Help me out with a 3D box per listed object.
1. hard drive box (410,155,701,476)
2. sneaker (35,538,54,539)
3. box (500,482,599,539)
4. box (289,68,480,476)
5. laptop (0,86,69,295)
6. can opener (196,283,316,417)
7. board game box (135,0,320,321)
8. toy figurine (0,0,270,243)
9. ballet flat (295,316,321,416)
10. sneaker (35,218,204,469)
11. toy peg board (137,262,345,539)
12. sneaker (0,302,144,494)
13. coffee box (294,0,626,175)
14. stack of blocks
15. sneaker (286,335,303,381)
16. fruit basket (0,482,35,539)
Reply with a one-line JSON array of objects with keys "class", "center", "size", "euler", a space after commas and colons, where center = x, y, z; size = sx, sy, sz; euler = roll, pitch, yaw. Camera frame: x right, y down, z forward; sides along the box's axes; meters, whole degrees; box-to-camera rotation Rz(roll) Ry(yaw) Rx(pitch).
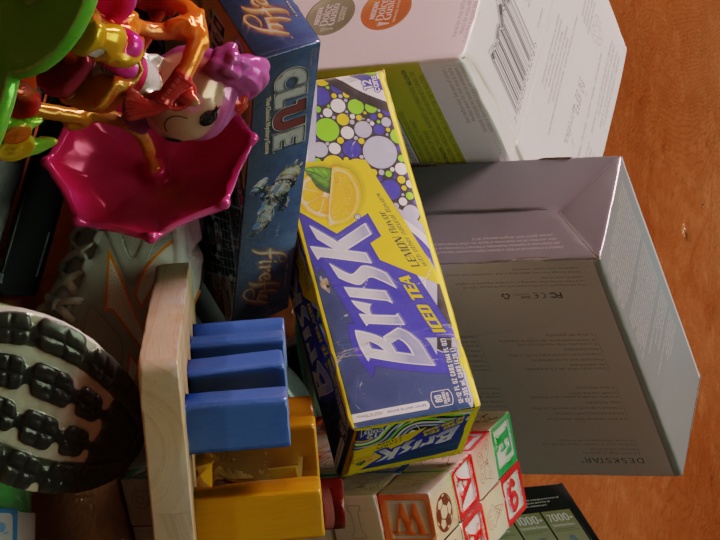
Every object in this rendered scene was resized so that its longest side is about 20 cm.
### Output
[{"class": "hard drive box", "center": [0.092, 0.031, 1.286], "size": [0.200, 0.156, 0.077], "euler": [65, 33, -45]}, {"class": "sneaker", "center": [-0.134, 0.214, 1.109], "size": [0.202, 0.077, 0.146], "euler": [66, 31, -66]}, {"class": "box", "center": [0.054, 0.214, 1.308], "size": [0.200, 0.164, 0.086], "euler": [-4, 128, -25]}, {"class": "box", "center": [0.000, 0.000, 1.166], "size": [0.064, 0.070, 0.200], "euler": [103, -26, -61]}, {"class": "laptop", "center": [-0.195, -0.086, 1.079], "size": [0.200, 0.103, 0.177], "euler": [16, 89, -35]}, {"class": "can opener", "center": [-0.085, 0.028, 1.277], "size": [0.200, 0.066, 0.053], "euler": [55, 42, -38]}, {"class": "board game box", "center": [-0.073, -0.084, 1.130], "size": [0.136, 0.035, 0.200], "euler": [57, -25, 31]}, {"class": "toy figurine", "center": [-0.113, -0.081, 0.981], "size": [0.184, 0.200, 0.150], "euler": [12, 56, -47]}, {"class": "ballet flat", "center": [0.001, 0.100, 1.357], "size": [0.067, 0.064, 0.200], "euler": [-51, 143, -50]}, {"class": "sneaker", "center": [-0.131, 0.013, 1.159], "size": [0.092, 0.076, 0.200], "euler": [-12, 103, -27]}, {"class": "toy peg board", "center": [-0.043, 0.110, 1.062], "size": [0.200, 0.098, 0.199], "euler": [-104, -170, -77]}, {"class": "sneaker", "center": [-0.184, 0.030, 0.991], "size": [0.200, 0.089, 0.077], "euler": [28, 97, -19]}, {"class": "coffee box", "center": [0.023, -0.123, 1.347], "size": [0.200, 0.198, 0.200], "euler": [60, 37, -44]}, {"class": "stack of blocks", "center": [-0.026, 0.125, 1.224], "size": [0.115, 0.200, 0.059], "euler": [-38, 120, -58]}, {"class": "sneaker", "center": [-0.001, 0.057, 1.443], "size": [0.200, 0.072, 0.072], "euler": [-4, 121, -51]}, {"class": "fruit basket", "center": [-0.224, 0.141, 0.966], "size": [0.200, 0.094, 0.185], "euler": [10, 78, -58]}]
